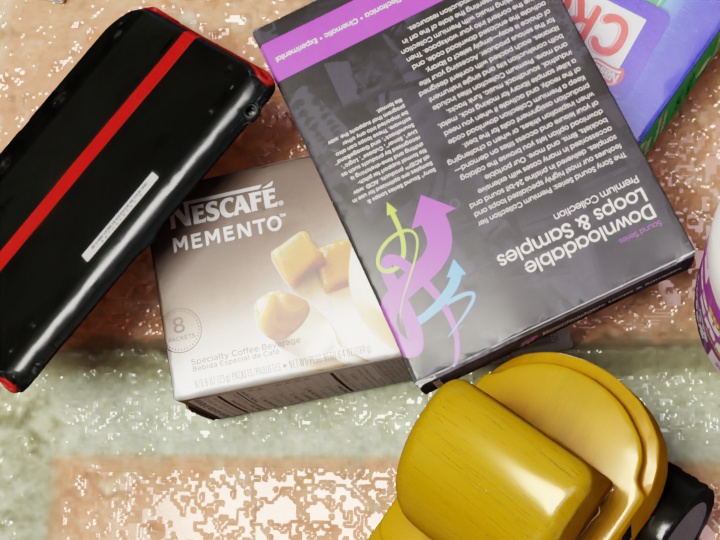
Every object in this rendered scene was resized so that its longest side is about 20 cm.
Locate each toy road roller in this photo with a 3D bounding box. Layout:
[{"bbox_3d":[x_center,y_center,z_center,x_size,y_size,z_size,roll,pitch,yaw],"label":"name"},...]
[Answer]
[{"bbox_3d":[0.060,0.131,0.690,0.123,0.146,0.200,34,89,29],"label":"toy road roller"}]

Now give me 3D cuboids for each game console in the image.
[{"bbox_3d":[-0.142,-0.045,0.779,0.200,0.031,0.177,-51,37,-2],"label":"game console"}]

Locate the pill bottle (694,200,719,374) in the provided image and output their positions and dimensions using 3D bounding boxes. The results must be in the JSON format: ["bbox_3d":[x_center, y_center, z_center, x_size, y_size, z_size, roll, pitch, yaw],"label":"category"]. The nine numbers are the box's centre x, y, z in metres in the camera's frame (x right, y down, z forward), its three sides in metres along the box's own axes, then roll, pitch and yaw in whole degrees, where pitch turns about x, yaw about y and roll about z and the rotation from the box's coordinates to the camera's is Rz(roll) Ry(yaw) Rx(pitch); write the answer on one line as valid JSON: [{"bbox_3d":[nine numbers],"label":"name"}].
[{"bbox_3d":[0.208,0.010,0.668,0.112,0.200,0.112,-2,78,10],"label":"pill bottle"}]

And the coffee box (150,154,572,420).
[{"bbox_3d":[0.000,0.000,0.769,0.200,0.080,0.114,-11,76,7],"label":"coffee box"}]

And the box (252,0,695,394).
[{"bbox_3d":[0.051,-0.059,0.714,0.143,0.036,0.200,-25,73,4],"label":"box"}]

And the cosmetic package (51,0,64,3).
[{"bbox_3d":[-0.189,-0.268,0.844,0.073,0.104,0.200,12,83,12],"label":"cosmetic package"}]

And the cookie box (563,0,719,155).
[{"bbox_3d":[0.123,-0.170,0.783,0.171,0.075,0.200,34,87,14],"label":"cookie box"}]
